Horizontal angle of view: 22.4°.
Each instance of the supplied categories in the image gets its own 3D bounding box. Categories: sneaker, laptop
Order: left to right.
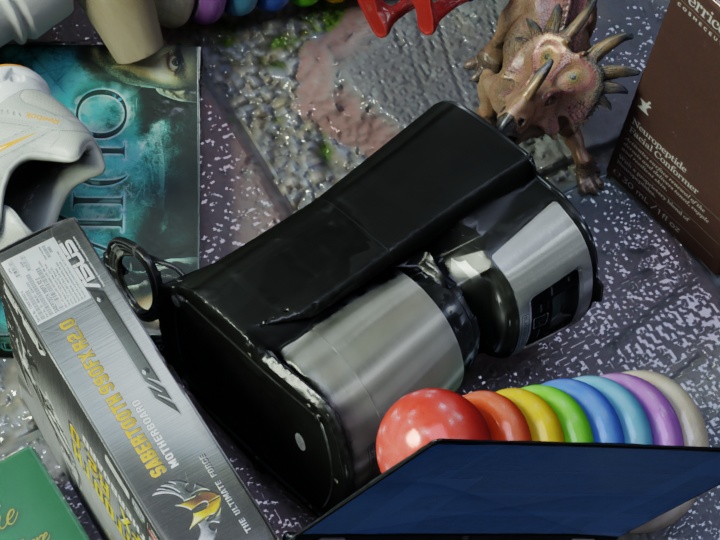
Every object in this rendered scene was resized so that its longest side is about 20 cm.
[{"bbox_3d":[-0.221,-0.017,0.981,0.092,0.076,0.201,35,83,32],"label":"sneaker"},{"bbox_3d":[0.066,0.162,0.826,0.186,0.116,0.202,5,97,-30],"label":"laptop"}]

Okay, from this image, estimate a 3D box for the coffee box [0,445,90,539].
[{"bbox_3d":[-0.168,0.199,0.910,0.122,0.044,0.201,-29,67,-21],"label":"coffee box"}]

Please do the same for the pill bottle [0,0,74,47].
[{"bbox_3d":[-0.269,-0.132,1.034,0.199,0.115,0.115,-36,69,-13],"label":"pill bottle"}]

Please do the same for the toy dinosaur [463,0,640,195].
[{"bbox_3d":[0.113,-0.137,1.079,0.085,0.136,0.202,3,59,-4],"label":"toy dinosaur"}]

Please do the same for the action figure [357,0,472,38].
[{"bbox_3d":[0.072,-0.227,1.088,0.065,0.100,0.200,6,34,42],"label":"action figure"}]

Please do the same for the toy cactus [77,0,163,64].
[{"bbox_3d":[-0.152,-0.205,1.056,0.102,0.166,0.199,-31,27,-22],"label":"toy cactus"}]

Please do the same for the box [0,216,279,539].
[{"bbox_3d":[-0.113,0.095,0.910,0.048,0.159,0.201,-26,66,-19],"label":"box"}]

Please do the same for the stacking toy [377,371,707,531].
[{"bbox_3d":[0.087,0.087,0.912,0.199,0.085,0.086,9,50,-46],"label":"stacking toy"}]

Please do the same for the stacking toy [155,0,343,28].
[{"bbox_3d":[-0.032,-0.197,1.141,0.198,0.086,0.086,-4,60,-16],"label":"stacking toy"}]

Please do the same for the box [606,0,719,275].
[{"bbox_3d":[0.214,-0.094,1.027,0.075,0.201,0.100,-36,69,-24],"label":"box"}]

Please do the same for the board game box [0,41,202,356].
[{"bbox_3d":[-0.158,-0.045,1.061,0.134,0.028,0.202,0,60,-5],"label":"board game box"}]

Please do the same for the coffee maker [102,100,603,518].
[{"bbox_3d":[0.000,0.000,0.976,0.199,0.135,0.193,-36,83,-27],"label":"coffee maker"}]
